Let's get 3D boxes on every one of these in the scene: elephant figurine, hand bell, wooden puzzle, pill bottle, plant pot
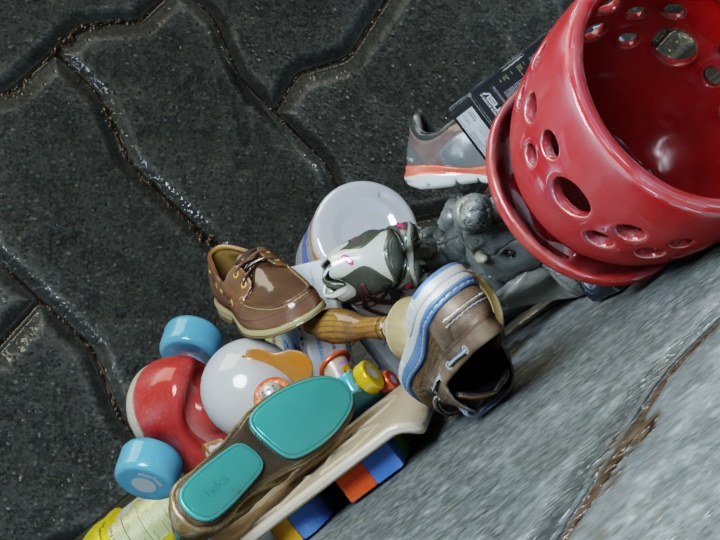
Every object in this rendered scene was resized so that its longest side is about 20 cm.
[{"bbox_3d":[0.137,-0.020,1.346,0.155,0.142,0.200,-42,3,-27],"label":"elephant figurine"},{"bbox_3d":[0.019,0.049,1.347,0.199,0.104,0.104,2,33,49],"label":"hand bell"},{"bbox_3d":[-0.018,0.168,1.290,0.200,0.046,0.185,-33,3,11],"label":"wooden puzzle"},{"bbox_3d":[-0.010,-0.016,1.647,0.112,0.112,0.200,-39,-5,-15],"label":"pill bottle"},{"bbox_3d":[0.200,-0.093,1.126,0.200,0.201,0.183,-39,-6,-32],"label":"plant pot"}]

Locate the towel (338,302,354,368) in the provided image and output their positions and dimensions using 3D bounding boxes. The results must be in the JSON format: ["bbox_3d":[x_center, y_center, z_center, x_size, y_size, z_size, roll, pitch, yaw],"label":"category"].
[{"bbox_3d":[-0.030,0.101,1.634,0.030,0.147,0.200,-14,-4,-15],"label":"towel"}]

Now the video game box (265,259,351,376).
[{"bbox_3d":[-0.053,0.094,1.572,0.047,0.183,0.200,-9,-6,-15],"label":"video game box"}]

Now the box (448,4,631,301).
[{"bbox_3d":[0.192,-0.101,1.264,0.160,0.200,0.044,-40,3,-25],"label":"box"}]

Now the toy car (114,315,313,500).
[{"bbox_3d":[-0.106,0.131,1.467,0.200,0.177,0.185,-27,34,40],"label":"toy car"}]

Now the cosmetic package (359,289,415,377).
[{"bbox_3d":[0.094,0.028,1.558,0.200,0.102,0.074,-40,0,-9],"label":"cosmetic package"}]

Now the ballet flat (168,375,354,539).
[{"bbox_3d":[-0.084,0.158,1.255,0.200,0.068,0.072,-41,-12,-38],"label":"ballet flat"}]

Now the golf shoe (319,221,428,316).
[{"bbox_3d":[0.000,0.000,1.419,0.088,0.078,0.200,-8,-12,-11],"label":"golf shoe"}]

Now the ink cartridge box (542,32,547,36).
[{"bbox_3d":[0.206,-0.119,1.408,0.117,0.200,0.067,-37,2,33],"label":"ink cartridge box"}]

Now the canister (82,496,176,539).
[{"bbox_3d":[-0.196,0.263,1.697,0.200,0.087,0.149,-37,2,6],"label":"canister"}]

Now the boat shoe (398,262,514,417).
[{"bbox_3d":[0.075,0.073,1.162,0.072,0.072,0.200,-36,-24,-11],"label":"boat shoe"}]

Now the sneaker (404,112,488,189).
[{"bbox_3d":[0.124,-0.118,1.347,0.199,0.082,0.077,-3,5,26],"label":"sneaker"}]

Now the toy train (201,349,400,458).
[{"bbox_3d":[-0.063,0.133,1.385,0.199,0.056,0.150,-19,-26,-24],"label":"toy train"}]

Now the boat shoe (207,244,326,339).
[{"bbox_3d":[-0.098,0.016,1.451,0.072,0.068,0.200,-31,19,-19],"label":"boat shoe"}]
